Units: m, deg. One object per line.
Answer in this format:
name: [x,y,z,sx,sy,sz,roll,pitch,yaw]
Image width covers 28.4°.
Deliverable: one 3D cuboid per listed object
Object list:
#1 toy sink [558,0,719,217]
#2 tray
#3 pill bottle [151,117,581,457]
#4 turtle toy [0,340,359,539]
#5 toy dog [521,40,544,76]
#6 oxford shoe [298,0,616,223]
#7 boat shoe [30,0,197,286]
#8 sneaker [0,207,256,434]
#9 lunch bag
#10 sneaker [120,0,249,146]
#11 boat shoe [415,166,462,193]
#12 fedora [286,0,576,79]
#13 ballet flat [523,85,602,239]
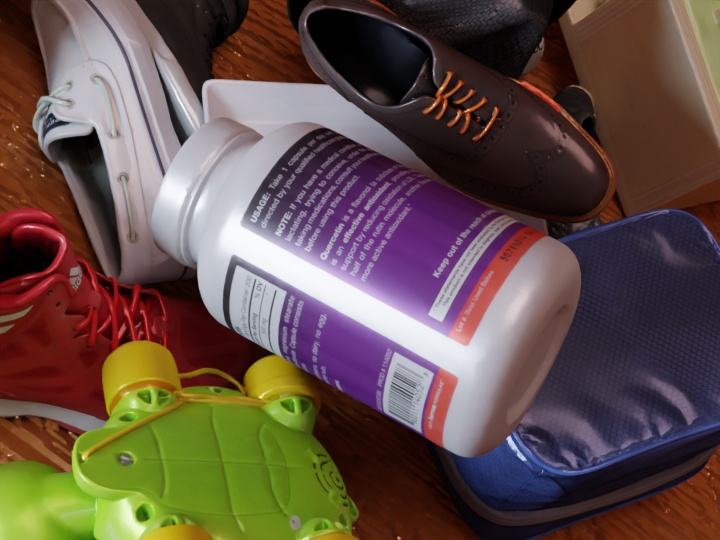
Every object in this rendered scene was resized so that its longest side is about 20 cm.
toy sink: [0.235,-0.154,0.998,0.130,0.112,0.201,-11,80,-34]
tray: [0.008,-0.053,0.816,0.198,0.022,0.108,1,67,-18]
pill bottle: [0.000,0.000,0.699,0.199,0.113,0.112,28,48,18]
turtle toy: [-0.092,0.117,0.680,0.199,0.101,0.146,7,43,-26]
toy dog: [0.065,-0.237,0.995,0.199,0.096,0.132,32,51,-7]
oxford shoe: [0.050,-0.085,0.778,0.199,0.072,0.073,29,9,3]
boat shoe: [-0.147,-0.084,0.797,0.066,0.074,0.201,-18,71,-37]
sneaker: [-0.130,0.028,0.709,0.199,0.116,0.079,-3,62,-29]
lunch bag: [0.133,0.062,0.818,0.199,0.133,0.137,-14,65,-21]
sneaker: [-0.098,-0.136,0.858,0.099,0.071,0.201,-18,66,-30]
boat shoe: [0.024,-0.043,0.867,0.199,0.071,0.065,-31,79,-37]
fedora: [0.052,-0.149,0.866,0.199,0.201,0.092,9,60,-23]
ballet flat: [0.137,-0.060,0.923,0.056,0.067,0.200,6,35,11]
